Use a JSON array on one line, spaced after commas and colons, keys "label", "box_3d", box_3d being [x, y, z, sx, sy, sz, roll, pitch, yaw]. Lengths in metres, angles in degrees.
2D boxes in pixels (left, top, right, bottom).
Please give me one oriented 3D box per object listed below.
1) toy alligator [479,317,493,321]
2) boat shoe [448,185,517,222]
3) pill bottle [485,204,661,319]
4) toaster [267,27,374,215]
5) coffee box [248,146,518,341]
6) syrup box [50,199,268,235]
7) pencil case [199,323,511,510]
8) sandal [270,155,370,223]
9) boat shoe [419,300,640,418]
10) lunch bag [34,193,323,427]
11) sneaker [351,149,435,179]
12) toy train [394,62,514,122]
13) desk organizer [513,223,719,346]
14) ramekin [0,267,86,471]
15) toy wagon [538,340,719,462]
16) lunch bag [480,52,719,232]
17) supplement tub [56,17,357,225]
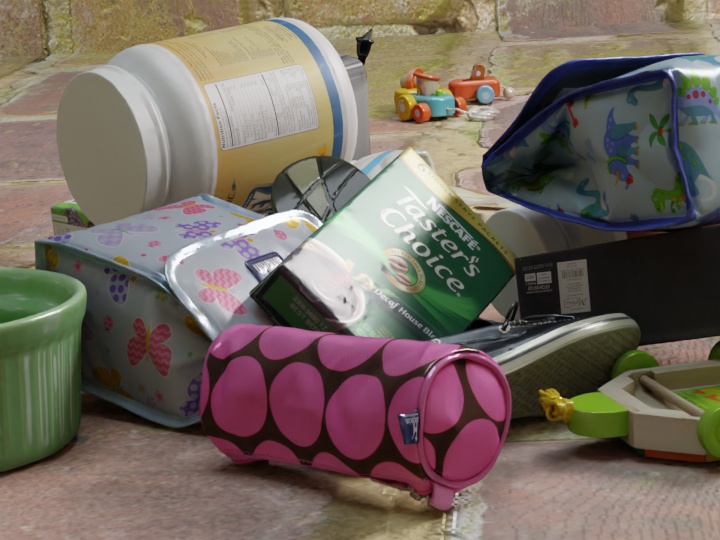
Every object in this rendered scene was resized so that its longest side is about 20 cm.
[{"label": "toy alligator", "box_3d": [-0.001, 0.028, 1.712, 0.199, 0.055, 0.059, -2, 12, 7]}, {"label": "boat shoe", "box_3d": [0.117, -0.024, 1.913, 0.199, 0.074, 0.069, 3, 37, 27]}, {"label": "pill bottle", "box_3d": [0.189, -0.020, 1.742, 0.199, 0.113, 0.112, -13, 15, -34]}, {"label": "toaster", "box_3d": [-0.082, -0.103, 2.007, 0.180, 0.201, 0.119, 0, 8, 12]}, {"label": "coffee box", "box_3d": [0.021, 0.005, 1.573, 0.044, 0.123, 0.200, -45, -2, 38]}, {"label": "syrup box", "box_3d": [-0.160, -0.014, 1.887, 0.078, 0.082, 0.199, -18, 18, -38]}, {"label": "pencil case", "box_3d": [-0.010, 0.084, 1.387, 0.090, 0.094, 0.199, 12, -5, -43]}, {"label": "sandal", "box_3d": [0.000, 0.001, 1.667, 0.079, 0.057, 0.201, -25, 65, -24]}, {"label": "boat shoe", "box_3d": [0.093, 0.059, 1.481, 0.199, 0.075, 0.062, -15, 45, -29]}, {"label": "lunch bag", "box_3d": [-0.097, 0.027, 1.591, 0.199, 0.128, 0.169, 21, 26, 38]}, {"label": "sneaker", "box_3d": [0.004, -0.038, 1.854, 0.080, 0.077, 0.200, -15, 28, 25]}, {"label": "toy train", "box_3d": [0.112, -0.223, 2.836, 0.149, 0.056, 0.200, -3, 12, 4]}, {"label": "desk organizer", "box_3d": [0.205, 0.014, 1.567, 0.077, 0.072, 0.199, -2, -5, -45]}, {"label": "ramekin", "box_3d": [-0.273, 0.067, 1.508, 0.199, 0.098, 0.200, -3, 12, 1]}, {"label": "toy wagon", "box_3d": [0.206, 0.083, 1.436, 0.199, 0.040, 0.155, -7, 12, -14]}, {"label": "lunch bag", "box_3d": [0.206, -0.086, 1.612, 0.169, 0.128, 0.200, -7, -2, -37]}, {"label": "supplement tub", "box_3d": [-0.117, -0.109, 1.790, 0.199, 0.146, 0.144, -16, 17, -37]}]
